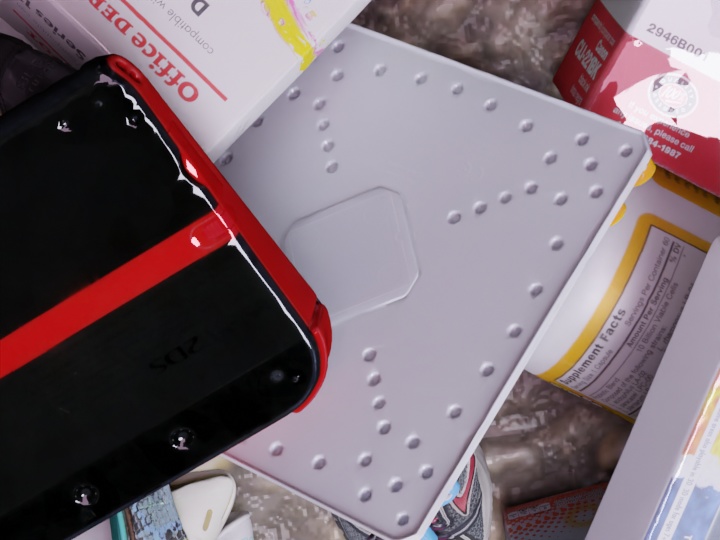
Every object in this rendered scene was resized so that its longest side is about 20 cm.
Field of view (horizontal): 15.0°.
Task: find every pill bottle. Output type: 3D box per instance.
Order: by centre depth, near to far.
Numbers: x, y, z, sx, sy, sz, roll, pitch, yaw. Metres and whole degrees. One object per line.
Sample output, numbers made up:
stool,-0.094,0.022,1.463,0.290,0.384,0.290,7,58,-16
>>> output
pill bottle,0.132,0.012,1.237,0.200,0.113,0.113,26,103,-10

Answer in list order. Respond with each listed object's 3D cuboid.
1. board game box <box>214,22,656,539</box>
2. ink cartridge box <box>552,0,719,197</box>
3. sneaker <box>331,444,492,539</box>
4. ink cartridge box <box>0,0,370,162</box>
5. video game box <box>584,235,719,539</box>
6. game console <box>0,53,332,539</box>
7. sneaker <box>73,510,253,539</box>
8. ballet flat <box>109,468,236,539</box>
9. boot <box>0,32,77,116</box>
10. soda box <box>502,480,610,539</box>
board game box,0.000,0.000,1.171,0.200,0.200,0.026,-58,144,-12
ink cartridge box,0.198,-0.129,1.214,0.144,0.084,0.200,26,102,-11
sneaker,0.016,0.094,1.245,0.080,0.075,0.200,-9,138,5
ink cartridge box,-0.072,-0.119,1.157,0.117,0.067,0.200,43,72,-1
video game box,0.194,0.098,1.162,0.182,0.047,0.201,11,110,-29
game console,-0.129,0.025,1.103,0.200,0.031,0.177,-31,116,12
sneaker,-0.146,0.136,1.287,0.199,0.075,0.089,5,97,-13
ballet flat,-0.091,0.082,1.241,0.074,0.074,0.201,-13,84,1
boot,-0.200,-0.037,1.139,0.150,0.073,0.200,37,123,3
soda box,0.172,0.129,1.294,0.199,0.068,0.064,-15,115,2
